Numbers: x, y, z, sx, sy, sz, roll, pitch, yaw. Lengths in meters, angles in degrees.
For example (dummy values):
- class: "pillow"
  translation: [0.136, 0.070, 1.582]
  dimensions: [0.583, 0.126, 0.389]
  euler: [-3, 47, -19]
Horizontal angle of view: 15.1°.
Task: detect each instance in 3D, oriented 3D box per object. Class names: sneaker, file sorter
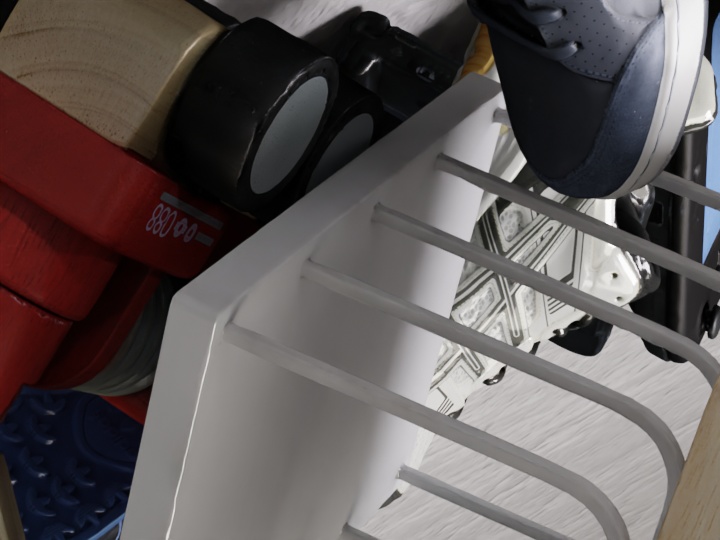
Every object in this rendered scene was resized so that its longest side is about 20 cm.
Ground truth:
- class: "sneaker"
  translation: [0.012, -0.091, 0.674]
  dimensions: [0.146, 0.077, 0.203]
  euler: [-26, 125, -29]
- class: "sneaker"
  translation: [-0.095, 0.070, 0.847]
  dimensions: [0.199, 0.070, 0.078]
  euler: [-20, 153, -39]
- class: "sneaker"
  translation: [0.049, 0.004, 0.874]
  dimensions: [0.076, 0.087, 0.201]
  euler: [-72, -174, -65]
- class: "file sorter"
  translation: [0.032, 0.056, 0.733]
  dimensions: [0.200, 0.124, 0.139]
  euler: [-41, 149, -60]

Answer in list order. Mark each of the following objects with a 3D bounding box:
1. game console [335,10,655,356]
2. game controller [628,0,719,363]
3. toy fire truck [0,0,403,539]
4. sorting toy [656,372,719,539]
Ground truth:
- class: "game console"
  translation: [0.000, 0.000, 0.999]
  dimensions: [0.117, 0.175, 0.200]
  euler: [-58, 171, -15]
- class: "game controller"
  translation: [0.128, -0.064, 0.997]
  dimensions: [0.104, 0.042, 0.201]
  euler: [-49, 148, -40]
- class: "toy fire truck"
  translation: [-0.069, 0.024, 0.758]
  dimensions: [0.201, 0.128, 0.176]
  euler: [-58, 164, 1]
- class: "sorting toy"
  translation: [0.115, 0.096, 0.701]
  dimensions: [0.199, 0.069, 0.201]
  euler: [-37, 147, -63]
